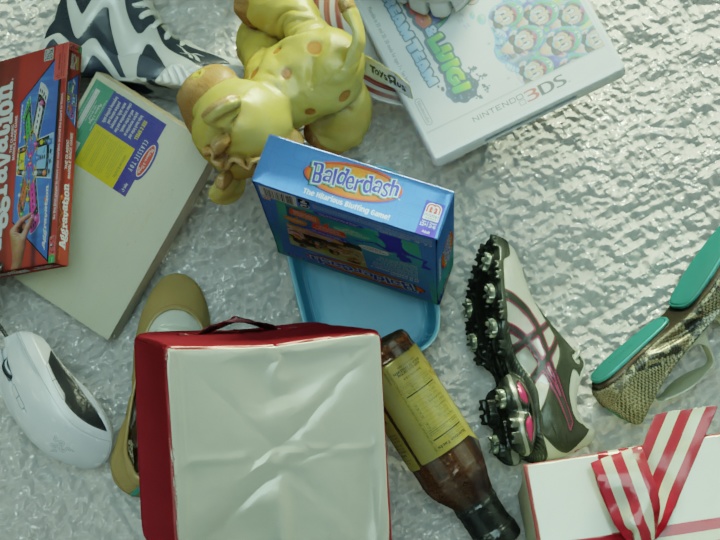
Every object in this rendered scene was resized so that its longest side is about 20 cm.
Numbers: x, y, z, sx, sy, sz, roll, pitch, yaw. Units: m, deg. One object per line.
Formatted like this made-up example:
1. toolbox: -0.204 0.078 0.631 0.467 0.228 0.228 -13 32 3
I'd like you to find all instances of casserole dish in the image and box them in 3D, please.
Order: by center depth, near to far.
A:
1. casserole dish: 0.000 0.000 1.420 0.121 0.039 0.200 -14 76 -1

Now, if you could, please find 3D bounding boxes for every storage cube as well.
1. storage cube: -0.081 0.137 1.276 0.171 0.180 0.200 -3 90 -15

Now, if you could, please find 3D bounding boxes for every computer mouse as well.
1. computer mouse: -0.289 0.092 1.386 0.200 0.044 0.110 48 124 10

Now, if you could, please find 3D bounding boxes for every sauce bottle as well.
1. sauce bottle: 0.064 0.147 1.350 0.066 0.066 0.200 -32 94 -5

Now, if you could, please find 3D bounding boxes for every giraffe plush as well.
1. giraffe plush: -0.079 -0.139 1.346 0.162 0.173 0.200 -37 34 -21

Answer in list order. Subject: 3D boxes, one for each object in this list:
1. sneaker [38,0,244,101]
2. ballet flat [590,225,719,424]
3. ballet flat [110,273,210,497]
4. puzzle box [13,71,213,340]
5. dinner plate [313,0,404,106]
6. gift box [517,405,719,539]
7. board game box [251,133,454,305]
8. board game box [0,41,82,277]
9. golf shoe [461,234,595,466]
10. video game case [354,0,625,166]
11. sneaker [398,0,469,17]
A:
1. sneaker: -0.191 -0.226 1.468 0.199 0.079 0.130 5 84 15
2. ballet flat: 0.283 0.050 1.385 0.075 0.068 0.200 42 86 -10
3. ballet flat: -0.165 0.097 1.388 0.069 0.063 0.200 13 77 -16
4. puzzle box: -0.223 -0.057 1.420 0.133 0.025 0.200 33 100 11
5. dinner plate: 0.054 -0.237 1.422 0.200 0.024 0.200 -2 75 6
6. gift box: 0.230 0.219 1.273 0.200 0.187 0.185 -14 75 0
7. board game box: -0.001 -0.037 1.308 0.152 0.200 0.045 18 76 7
8. board game box: -0.293 -0.096 1.419 0.103 0.019 0.200 -9 73 36
9. golf shoe: 0.142 0.067 1.387 0.088 0.077 0.200 -4 76 -19
10. video game case: 0.102 -0.215 1.388 0.182 0.024 0.200 -26 75 -1
11. sneaker: 0.000 -0.277 1.354 0.200 0.091 0.078 11 76 9
